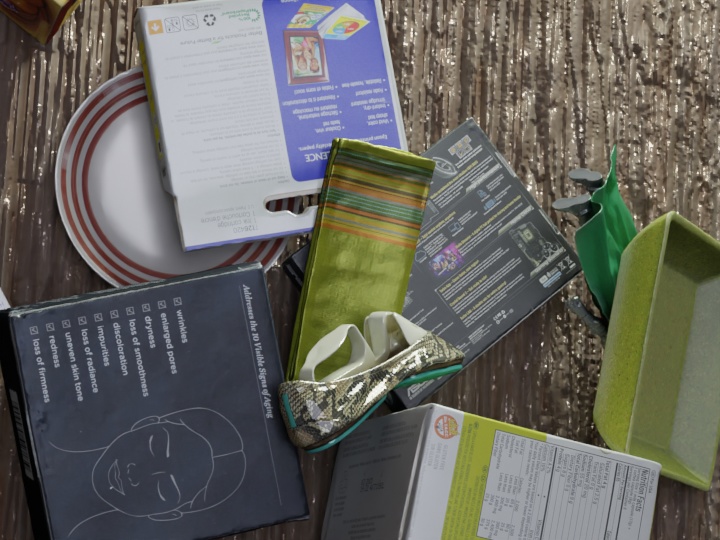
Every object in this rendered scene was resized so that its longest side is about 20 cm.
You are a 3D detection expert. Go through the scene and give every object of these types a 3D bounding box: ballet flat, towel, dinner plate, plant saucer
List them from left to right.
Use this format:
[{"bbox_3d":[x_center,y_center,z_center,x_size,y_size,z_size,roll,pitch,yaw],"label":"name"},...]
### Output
[{"bbox_3d":[-0.147,-0.069,1.746,0.200,0.024,0.200,2,82,-15],"label":"dinner plate"},{"bbox_3d":[0.000,0.000,1.715,0.086,0.018,0.200,11,91,-15],"label":"towel"},{"bbox_3d":[0.008,0.073,1.660,0.200,0.068,0.075,-26,95,-48],"label":"ballet flat"},{"bbox_3d":[0.247,0.067,1.762,0.048,0.200,0.200,7,81,29],"label":"plant saucer"}]

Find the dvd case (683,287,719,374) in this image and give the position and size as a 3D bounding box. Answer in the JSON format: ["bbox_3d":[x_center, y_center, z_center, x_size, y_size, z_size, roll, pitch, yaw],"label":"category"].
[{"bbox_3d":[0.386,0.036,1.879,0.149,0.016,0.200,43,73,-5],"label":"dvd case"}]

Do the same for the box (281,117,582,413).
[{"bbox_3d":[0.061,-0.004,1.781,0.200,0.044,0.160,-39,93,-17],"label":"box"}]

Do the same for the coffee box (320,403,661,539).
[{"bbox_3d":[0.089,0.228,1.665,0.198,0.200,0.200,15,77,-18],"label":"coffee box"}]

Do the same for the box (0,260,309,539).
[{"bbox_3d":[-0.161,0.109,1.651,0.196,0.124,0.200,-11,92,-15],"label":"box"}]

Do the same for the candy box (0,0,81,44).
[{"bbox_3d":[-0.302,-0.270,1.687,0.200,0.117,0.056,40,73,-5],"label":"candy box"}]

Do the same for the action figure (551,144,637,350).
[{"bbox_3d":[0.205,0.013,1.774,0.118,0.055,0.200,-56,137,-44],"label":"action figure"}]

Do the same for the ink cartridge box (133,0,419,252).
[{"bbox_3d":[-0.067,-0.124,1.740,0.198,0.047,0.200,-9,86,-14],"label":"ink cartridge box"}]

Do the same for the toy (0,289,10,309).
[{"bbox_3d":[-0.362,-0.031,1.668,0.115,0.047,0.200,-28,89,-16],"label":"toy"}]
